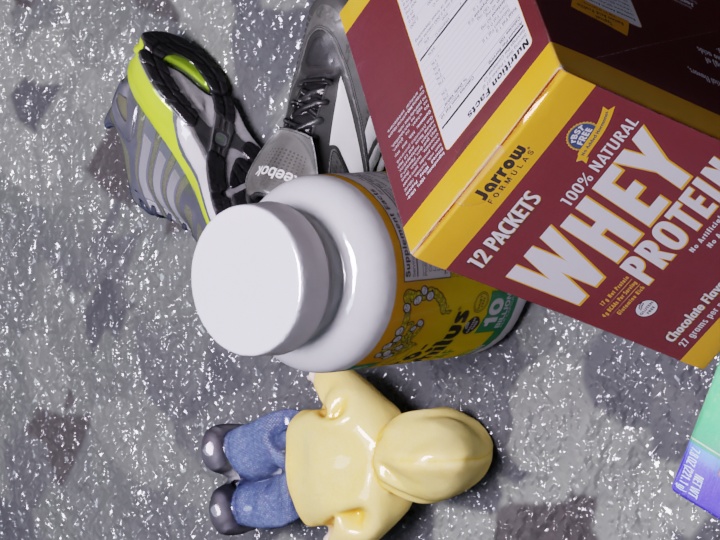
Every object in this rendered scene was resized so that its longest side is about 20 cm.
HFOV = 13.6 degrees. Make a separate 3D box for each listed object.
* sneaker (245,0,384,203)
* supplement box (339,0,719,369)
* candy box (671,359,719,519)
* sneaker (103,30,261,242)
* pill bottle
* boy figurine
[{"bbox_3d":[-0.026,-0.069,1.810,0.066,0.090,0.201,9,98,38],"label":"sneaker"},{"bbox_3d":[0.120,-0.087,1.577,0.133,0.197,0.201,-51,34,30],"label":"supplement box"},{"bbox_3d":[0.283,0.086,1.575,0.200,0.077,0.170,30,110,33],"label":"candy box"},{"bbox_3d":[-0.099,-0.051,1.895,0.081,0.074,0.201,-50,57,41],"label":"sneaker"},{"bbox_3d":[0.000,0.000,1.722,0.112,0.199,0.114,3,95,39],"label":"pill bottle"},{"bbox_3d":[-0.008,0.111,1.826,0.199,0.064,0.125,-13,85,39],"label":"boy figurine"}]
